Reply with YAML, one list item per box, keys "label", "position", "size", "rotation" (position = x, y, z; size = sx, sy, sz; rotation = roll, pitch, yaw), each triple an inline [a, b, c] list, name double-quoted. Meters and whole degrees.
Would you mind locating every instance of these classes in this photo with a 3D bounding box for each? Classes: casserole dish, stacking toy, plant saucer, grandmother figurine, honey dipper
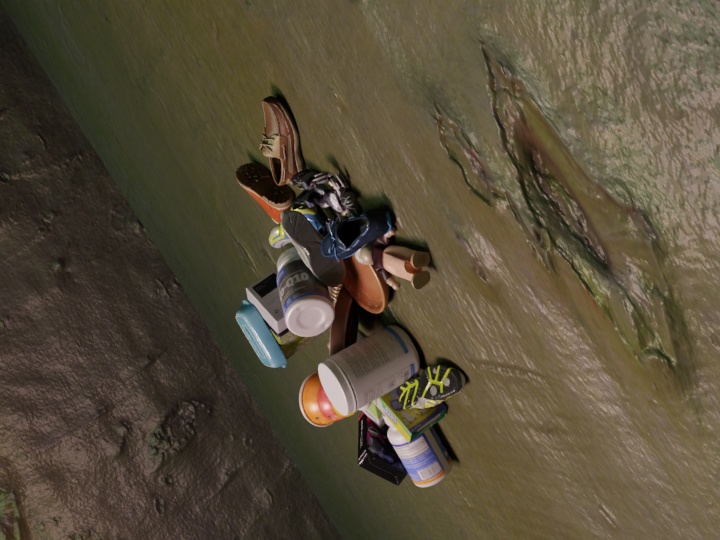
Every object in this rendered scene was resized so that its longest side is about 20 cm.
- label: "casserole dish"
  position: [-0.251, 0.166, 1.799]
  size: [0.201, 0.039, 0.121]
  rotation: [62, 157, -11]
- label: "stacking toy"
  position: [-0.047, 0.319, 1.805]
  size: [0.199, 0.146, 0.147]
  rotation: [-10, 113, 50]
- label: "plant saucer"
  position: [-0.034, 0.138, 1.700]
  size: [0.034, 0.202, 0.201]
  rotation: [5, 139, 11]
- label: "plant saucer"
  position: [0.000, 0.000, 1.587]
  size: [0.200, 0.037, 0.201]
  rotation: [44, 154, 28]
- label: "grandmother figurine"
  position: [0.055, -0.025, 1.405]
  size: [0.199, 0.060, 0.123]
  rotation: [15, 102, 54]
- label: "honey dipper"
  position: [-0.062, 0.108, 1.775]
  size: [0.038, 0.038, 0.202]
  rotation: [36, 131, 40]

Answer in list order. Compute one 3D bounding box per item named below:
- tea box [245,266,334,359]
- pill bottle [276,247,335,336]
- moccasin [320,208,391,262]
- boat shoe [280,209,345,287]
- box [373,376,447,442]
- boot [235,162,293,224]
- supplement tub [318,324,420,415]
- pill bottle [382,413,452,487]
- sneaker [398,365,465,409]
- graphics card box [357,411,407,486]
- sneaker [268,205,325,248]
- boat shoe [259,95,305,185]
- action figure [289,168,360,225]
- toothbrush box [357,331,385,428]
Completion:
- label: "tea box"
  position: [-0.163, 0.086, 1.821]
  size: [0.134, 0.199, 0.198]
  rotation: [44, 156, 25]
- label: "pill bottle"
  position: [-0.130, 0.043, 1.644]
  size: [0.201, 0.113, 0.115]
  rotation: [-111, 6, -49]
- label: "moccasin"
  position: [-0.025, -0.078, 1.419]
  size: [0.199, 0.068, 0.081]
  rotation: [-32, 69, 45]
- label: "boat shoe"
  position: [-0.104, -0.051, 1.583]
  size: [0.202, 0.074, 0.065]
  rotation: [50, 178, -21]
- label: "box"
  position: [0.092, 0.285, 1.674]
  size: [0.200, 0.117, 0.049]
  rotation: [43, 147, 29]
- label: "boot"
  position: [-0.235, -0.184, 1.780]
  size: [0.200, 0.075, 0.108]
  rotation: [41, 158, 30]
- label: "supplement tub"
  position: [0.021, 0.218, 1.607]
  size: [0.132, 0.199, 0.133]
  rotation: [48, 152, 36]
- label: "pill bottle"
  position: [0.134, 0.416, 1.770]
  size: [0.201, 0.112, 0.112]
  rotation: [61, 157, -9]
- label: "sneaker"
  position: [0.164, 0.250, 1.559]
  size: [0.200, 0.076, 0.076]
  rotation: [-30, 59, 53]
- label: "graphics card box"
  position: [0.055, 0.449, 1.865]
  size: [0.125, 0.051, 0.200]
  rotation: [31, -158, -12]
- label: "sneaker"
  position: [-0.143, -0.083, 1.688]
  size: [0.105, 0.076, 0.200]
  rotation: [48, 144, 3]
- label: "boat shoe"
  position: [-0.174, -0.266, 1.536]
  size: [0.075, 0.074, 0.201]
  rotation: [32, 148, 44]
- label: "action figure"
  position: [-0.071, -0.151, 1.493]
  size: [0.199, 0.069, 0.131]
  rotation: [21, 134, 50]
- label: "toothbrush box"
  position: [0.023, 0.280, 1.850]
  size: [0.145, 0.086, 0.201]
  rotation: [37, 150, 40]
